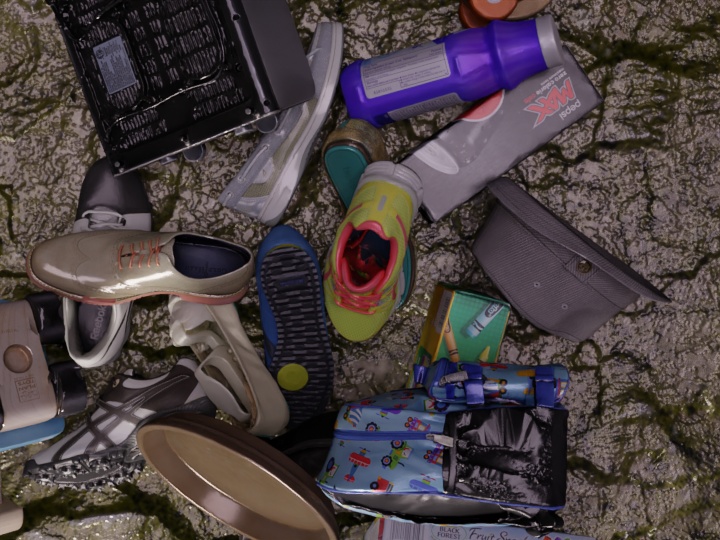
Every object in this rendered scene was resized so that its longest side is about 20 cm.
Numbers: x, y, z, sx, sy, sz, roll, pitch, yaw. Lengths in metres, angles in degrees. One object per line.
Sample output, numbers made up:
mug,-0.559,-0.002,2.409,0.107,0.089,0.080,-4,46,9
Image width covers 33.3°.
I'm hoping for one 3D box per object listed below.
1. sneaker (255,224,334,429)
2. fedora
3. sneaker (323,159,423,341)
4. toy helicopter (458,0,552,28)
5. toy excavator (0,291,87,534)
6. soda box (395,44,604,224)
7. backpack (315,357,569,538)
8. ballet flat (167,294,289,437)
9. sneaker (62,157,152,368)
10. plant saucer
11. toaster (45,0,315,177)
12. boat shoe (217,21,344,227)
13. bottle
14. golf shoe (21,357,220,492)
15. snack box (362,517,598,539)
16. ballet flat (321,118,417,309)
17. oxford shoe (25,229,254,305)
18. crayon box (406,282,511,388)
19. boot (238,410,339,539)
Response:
sneaker,-0.063,0.053,1.148,0.066,0.078,0.200,-6,112,-5
fedora,0.177,0.002,1.104,0.200,0.177,0.090,33,101,-25
sneaker,0.000,0.000,1.077,0.078,0.090,0.200,15,133,6
toy helicopter,0.119,-0.330,1.132,0.132,0.079,0.200,-33,90,-2
toy excavator,-0.321,0.131,1.071,0.100,0.200,0.195,-12,80,-34
soda box,0.128,-0.129,1.147,0.200,0.063,0.071,-36,95,-2
backpack,0.067,0.140,0.986,0.200,0.183,0.135,1,84,8
ballet flat,-0.136,0.069,1.111,0.069,0.069,0.200,-34,78,-2
sneaker,-0.238,-0.007,1.116,0.074,0.089,0.200,4,91,-3
plant saucer,-0.102,0.183,1.037,0.200,0.200,0.029,34,62,-5
toaster,-0.160,-0.200,1.065,0.181,0.119,0.200,-19,94,24
boat shoe,-0.069,-0.143,1.129,0.065,0.074,0.202,22,98,-9
bottle,0.084,-0.185,1.104,0.200,0.084,0.065,-14,96,18
golf shoe,-0.228,0.147,1.139,0.200,0.078,0.095,-19,62,9
snack box,0.104,0.272,1.123,0.200,0.142,0.053,9,67,-4
ballet flat,0.015,-0.055,1.131,0.071,0.071,0.200,-21,123,-3
oxford shoe,-0.191,-0.013,1.059,0.200,0.074,0.071,0,69,-17
crayon box,0.078,0.116,1.127,0.058,0.119,0.200,15,92,-4
boot,-0.043,0.231,1.142,0.200,0.069,0.174,-11,103,15
